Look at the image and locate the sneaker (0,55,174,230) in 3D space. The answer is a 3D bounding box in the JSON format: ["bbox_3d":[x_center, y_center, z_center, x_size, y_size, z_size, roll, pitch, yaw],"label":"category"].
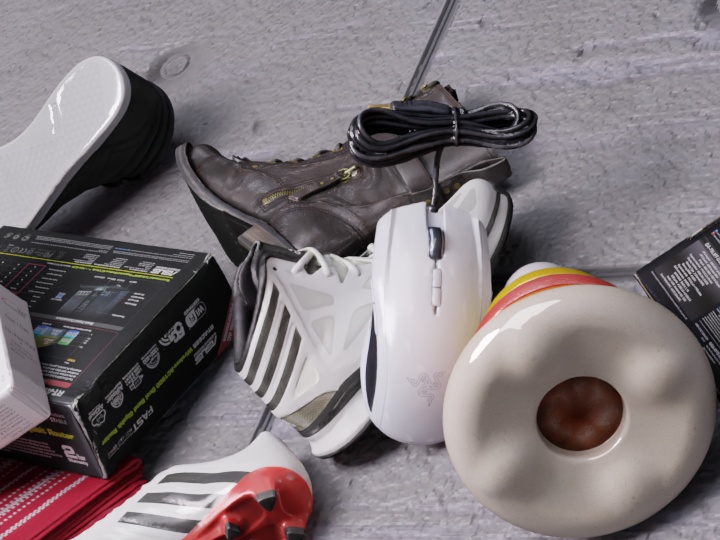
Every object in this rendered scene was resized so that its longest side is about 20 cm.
[{"bbox_3d":[-0.202,-0.062,1.951,0.200,0.099,0.071,-43,65,20],"label":"sneaker"}]

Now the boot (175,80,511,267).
[{"bbox_3d":[-0.011,-0.064,1.825,0.174,0.069,0.200,-36,41,-9],"label":"boot"}]

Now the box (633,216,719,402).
[{"bbox_3d":[0.272,0.011,1.535,0.198,0.050,0.200,-33,37,2],"label":"box"}]

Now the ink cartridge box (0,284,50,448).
[{"bbox_3d":[-0.293,0.065,1.763,0.200,0.045,0.177,-32,49,16],"label":"ink cartridge box"}]

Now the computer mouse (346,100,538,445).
[{"bbox_3d":[0.044,-0.001,1.642,0.044,0.109,0.201,147,126,-78],"label":"computer mouse"}]

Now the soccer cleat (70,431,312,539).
[{"bbox_3d":[-0.120,0.158,1.667,0.199,0.069,0.085,-28,30,5],"label":"soccer cleat"}]

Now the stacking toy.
[{"bbox_3d":[0.111,0.042,1.583,0.146,0.146,0.200,-28,23,9],"label":"stacking toy"}]

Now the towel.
[{"bbox_3d":[-0.242,0.142,1.770,0.200,0.023,0.144,12,37,44],"label":"towel"}]

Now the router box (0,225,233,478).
[{"bbox_3d":[-0.194,0.048,1.811,0.199,0.062,0.150,8,43,40],"label":"router box"}]

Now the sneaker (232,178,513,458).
[{"bbox_3d":[0.000,0.000,1.684,0.201,0.115,0.076,-53,14,-20],"label":"sneaker"}]
